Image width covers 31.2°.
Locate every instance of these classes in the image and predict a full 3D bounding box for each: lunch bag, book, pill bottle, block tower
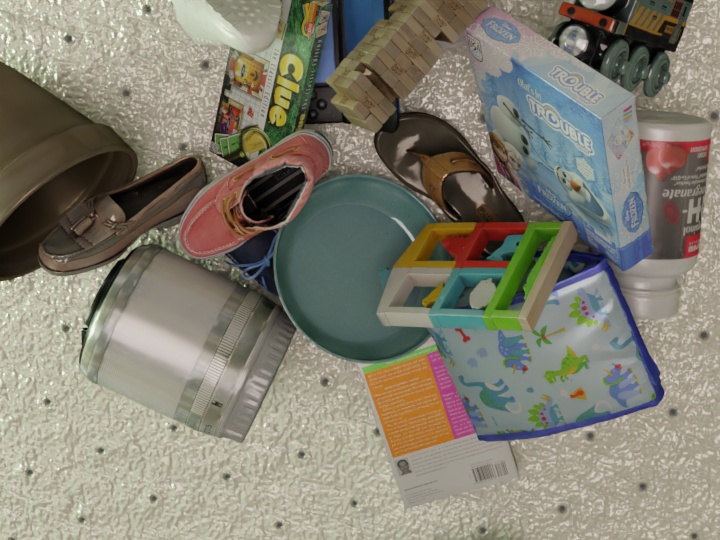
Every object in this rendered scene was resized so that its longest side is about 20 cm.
[{"bbox_3d":[0.190,0.070,1.303,0.200,0.127,0.170,-10,117,39],"label":"lunch bag"},{"bbox_3d":[0.083,0.151,1.413,0.134,0.048,0.200,-16,103,7],"label":"book"},{"bbox_3d":[0.289,-0.057,1.301,0.111,0.111,0.200,4,105,5],"label":"pill bottle"},{"bbox_3d":[0.053,-0.223,1.199,0.054,0.058,0.200,42,85,-29],"label":"block tower"}]

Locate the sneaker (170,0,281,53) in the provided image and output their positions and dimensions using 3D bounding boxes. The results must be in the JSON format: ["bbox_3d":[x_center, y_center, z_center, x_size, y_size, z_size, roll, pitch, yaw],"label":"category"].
[{"bbox_3d":[-0.135,-0.253,1.269,0.076,0.200,0.081,-7,126,-27],"label":"sneaker"}]

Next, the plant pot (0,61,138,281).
[{"bbox_3d":[-0.361,-0.118,1.331,0.200,0.200,0.174,-43,80,15],"label":"plant pot"}]

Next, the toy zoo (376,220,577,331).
[{"bbox_3d":[0.101,0.004,1.270,0.200,0.131,0.020,1,136,37],"label":"toy zoo"}]

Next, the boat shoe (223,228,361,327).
[{"bbox_3d":[-0.073,-0.008,1.375,0.200,0.069,0.084,27,106,-1],"label":"boat shoe"}]

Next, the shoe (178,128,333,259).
[{"bbox_3d":[-0.117,-0.065,1.290,0.200,0.091,0.071,-34,102,23],"label":"shoe"}]

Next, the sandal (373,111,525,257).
[{"bbox_3d":[0.098,-0.086,1.341,0.082,0.055,0.200,-40,97,8],"label":"sandal"}]

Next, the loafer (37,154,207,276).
[{"bbox_3d":[-0.245,-0.064,1.329,0.072,0.200,0.063,43,145,28],"label":"loafer"}]

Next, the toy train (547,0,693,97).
[{"bbox_3d":[0.249,-0.233,1.225,0.085,0.200,0.114,26,106,30],"label":"toy train"}]

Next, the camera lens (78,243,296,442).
[{"bbox_3d":[-0.184,0.075,1.362,0.200,0.160,0.160,25,106,-1],"label":"camera lens"}]

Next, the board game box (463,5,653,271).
[{"bbox_3d":[0.187,-0.124,1.215,0.043,0.200,0.199,-33,137,-13],"label":"board game box"}]

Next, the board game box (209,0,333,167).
[{"bbox_3d":[-0.094,-0.193,1.314,0.105,0.023,0.200,28,119,26],"label":"board game box"}]

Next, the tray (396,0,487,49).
[{"bbox_3d":[0.070,-0.308,1.227,0.107,0.022,0.200,-21,121,-27],"label":"tray"}]

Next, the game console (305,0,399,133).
[{"bbox_3d":[-0.045,-0.239,1.287,0.171,0.118,0.200,-2,104,6],"label":"game console"}]

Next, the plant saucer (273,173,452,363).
[{"bbox_3d":[0.000,0.000,1.347,0.200,0.036,0.200,4,78,-19],"label":"plant saucer"}]
